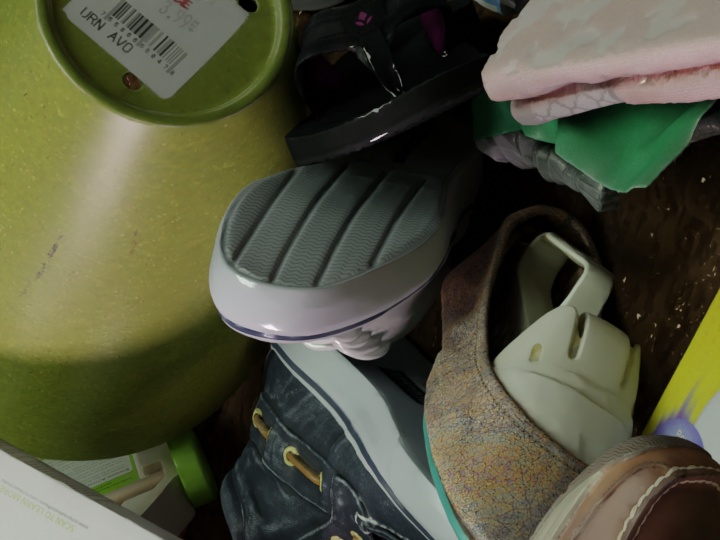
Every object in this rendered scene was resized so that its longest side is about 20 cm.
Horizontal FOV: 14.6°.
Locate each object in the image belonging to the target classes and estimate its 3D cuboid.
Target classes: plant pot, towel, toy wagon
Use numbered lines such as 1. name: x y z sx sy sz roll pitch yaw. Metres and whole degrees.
1. plant pot: -0.094 -0.050 1.054 0.200 0.186 0.188 126 143 -61
2. towel: 0.145 -0.127 0.852 0.191 0.032 0.200 -5 46 55
3. toy wagon: -0.134 0.104 1.142 0.155 0.040 0.200 -23 30 -1

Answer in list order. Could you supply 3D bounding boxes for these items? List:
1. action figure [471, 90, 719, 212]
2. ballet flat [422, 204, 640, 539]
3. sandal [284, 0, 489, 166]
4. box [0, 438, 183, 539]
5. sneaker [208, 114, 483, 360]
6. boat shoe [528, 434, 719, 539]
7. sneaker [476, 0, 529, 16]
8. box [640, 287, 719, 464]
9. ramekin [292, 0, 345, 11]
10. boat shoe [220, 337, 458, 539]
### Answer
1. action figure: 0.091 -0.058 0.936 0.118 0.055 0.200 -37 17 -18
2. ballet flat: 0.059 0.032 0.923 0.067 0.068 0.200 -50 19 20
3. sandal: 0.005 -0.077 0.990 0.075 0.048 0.200 -25 10 6
4. box: -0.127 0.177 1.020 0.144 0.036 0.201 27 86 20
5. sneaker: 0.000 0.000 0.994 0.073 0.200 0.071 16 111 16
6. boat shoe: 0.077 0.147 0.832 0.072 0.075 0.201 34 118 49
7. sneaker: 0.041 -0.132 0.968 0.072 0.072 0.200 -57 4 1
8. box: 0.142 0.060 0.860 0.117 0.048 0.201 48 117 49
9. ramekin: -0.077 -0.188 1.125 0.202 0.202 0.095 2 69 55
10. boat shoe: 0.012 0.090 1.020 0.200 0.071 0.091 46 118 58
